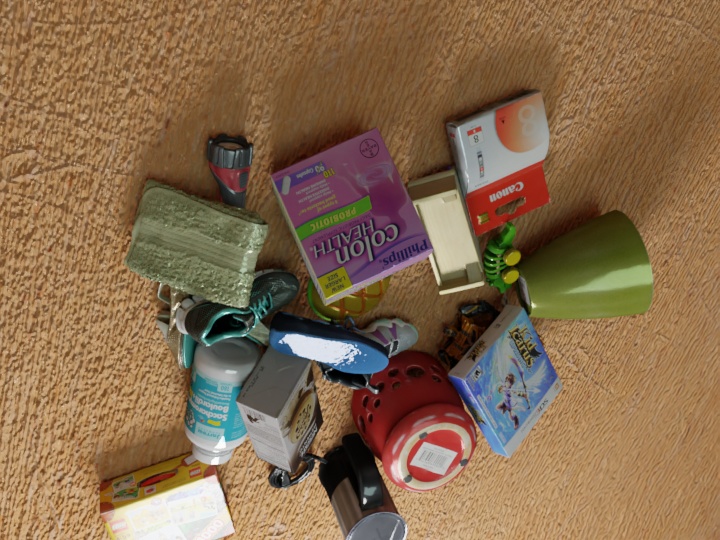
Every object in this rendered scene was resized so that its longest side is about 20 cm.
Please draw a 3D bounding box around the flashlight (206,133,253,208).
[{"bbox_3d":[-0.202,-0.097,1.106,0.067,0.068,0.202,5,119,-13],"label":"flashlight"}]

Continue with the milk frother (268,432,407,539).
[{"bbox_3d":[-0.045,0.415,1.342,0.198,0.188,0.182,-25,121,-6],"label":"milk frother"}]

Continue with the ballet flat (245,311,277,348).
[{"bbox_3d":[-0.141,0.105,1.227,0.200,0.067,0.063,39,88,-31],"label":"ballet flat"}]

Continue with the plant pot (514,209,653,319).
[{"bbox_3d":[0.379,0.010,1.315,0.197,0.188,0.189,-15,120,-2],"label":"plant pot"}]

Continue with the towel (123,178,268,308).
[{"bbox_3d":[-0.238,-0.035,1.070,0.198,0.036,0.150,18,104,7],"label":"towel"}]

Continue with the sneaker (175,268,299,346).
[{"bbox_3d":[-0.173,0.063,1.123,0.198,0.091,0.078,-24,122,-22],"label":"sneaker"}]

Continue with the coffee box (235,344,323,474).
[{"bbox_3d":[-0.127,0.231,1.218,0.201,0.079,0.114,84,30,-51],"label":"coffee box"}]

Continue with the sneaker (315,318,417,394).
[{"bbox_3d":[0.020,0.155,1.261,0.197,0.140,0.079,-9,125,-14],"label":"sneaker"}]

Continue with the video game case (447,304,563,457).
[{"bbox_3d":[0.264,0.197,1.325,0.181,0.045,0.201,-45,119,-24],"label":"video game case"}]

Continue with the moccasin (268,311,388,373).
[{"bbox_3d":[-0.044,0.103,1.165,0.198,0.069,0.081,21,126,-22],"label":"moccasin"}]

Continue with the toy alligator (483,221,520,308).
[{"bbox_3d":[0.242,0.002,1.313,0.054,0.060,0.202,-16,132,-13],"label":"toy alligator"}]

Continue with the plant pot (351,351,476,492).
[{"bbox_3d":[0.102,0.273,1.332,0.198,0.183,0.203,-9,116,-18],"label":"plant pot"}]

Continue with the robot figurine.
[{"bbox_3d":[0.241,0.138,1.384,0.198,0.058,0.146,17,104,-27],"label":"robot figurine"}]

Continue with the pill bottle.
[{"bbox_3d":[-0.229,0.216,1.220,0.109,0.111,0.202,4,113,-22],"label":"pill bottle"}]

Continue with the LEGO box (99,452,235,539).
[{"bbox_3d":[-0.334,0.417,1.301,0.198,0.077,0.151,-17,120,-12],"label":"LEGO box"}]

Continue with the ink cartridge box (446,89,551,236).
[{"bbox_3d":[0.237,-0.171,1.213,0.161,0.050,0.202,-24,110,-13],"label":"ink cartridge box"}]

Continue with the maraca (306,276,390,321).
[{"bbox_3d":[0.000,0.000,1.200,0.200,0.107,0.137,-42,131,-1],"label":"maraca"}]

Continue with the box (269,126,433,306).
[{"bbox_3d":[-0.016,-0.077,1.105,0.174,0.097,0.202,-24,85,-7],"label":"box"}]

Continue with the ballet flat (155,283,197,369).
[{"bbox_3d":[-0.284,0.058,1.159,0.064,0.071,0.202,13,110,4],"label":"ballet flat"}]

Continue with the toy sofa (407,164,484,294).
[{"bbox_3d":[0.144,-0.069,1.244,0.082,0.098,0.202,-14,123,14],"label":"toy sofa"}]
